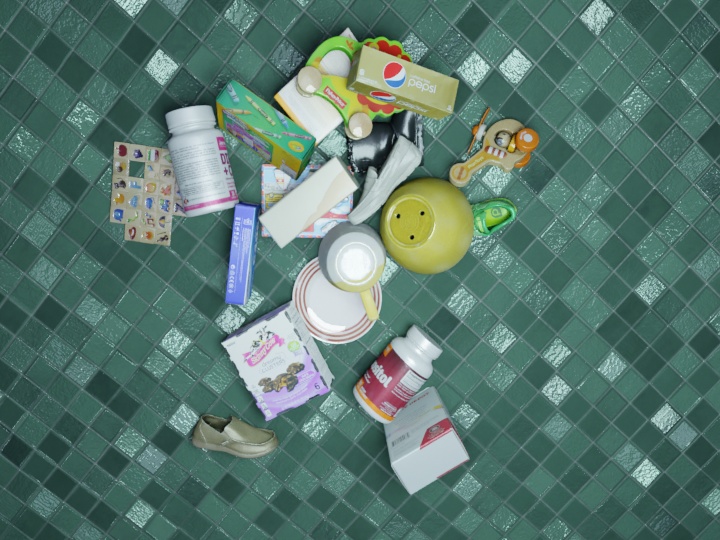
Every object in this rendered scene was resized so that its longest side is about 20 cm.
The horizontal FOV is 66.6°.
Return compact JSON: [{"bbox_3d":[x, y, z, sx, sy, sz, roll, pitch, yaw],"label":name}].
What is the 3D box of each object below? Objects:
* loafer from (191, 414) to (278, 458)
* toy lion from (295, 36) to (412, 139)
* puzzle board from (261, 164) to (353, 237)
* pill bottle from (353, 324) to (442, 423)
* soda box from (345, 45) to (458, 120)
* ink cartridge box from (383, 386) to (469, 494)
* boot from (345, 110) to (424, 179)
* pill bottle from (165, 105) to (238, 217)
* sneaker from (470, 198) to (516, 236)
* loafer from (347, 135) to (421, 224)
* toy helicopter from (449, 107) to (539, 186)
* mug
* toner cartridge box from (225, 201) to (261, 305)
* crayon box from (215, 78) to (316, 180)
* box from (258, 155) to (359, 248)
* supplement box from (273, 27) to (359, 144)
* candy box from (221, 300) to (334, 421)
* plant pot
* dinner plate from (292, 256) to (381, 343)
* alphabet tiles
[{"bbox_3d":[-0.280,0.367,1.225,0.195,0.076,0.069,5,106,-3],"label":"loafer"},{"bbox_3d":[0.002,-0.366,1.046,0.199,0.069,0.193,38,90,-13],"label":"toy lion"},{"bbox_3d":[-0.114,-0.147,1.172,0.195,0.017,0.154,1,100,-2],"label":"puzzle board"},{"bbox_3d":[0.084,0.222,1.192,0.112,0.113,0.201,39,96,-7],"label":"pill bottle"},{"bbox_3d":[0.078,-0.341,1.006,0.196,0.068,0.065,12,90,-19],"label":"soda box"},{"bbox_3d":[0.133,0.354,1.173,0.144,0.200,0.084,-32,102,4],"label":"ink cartridge box"},{"bbox_3d":[0.047,-0.295,1.125,0.159,0.073,0.203,-5,104,-2],"label":"boot"},{"bbox_3d":[-0.321,-0.219,1.105,0.111,0.113,0.204,-12,100,0],"label":"pill bottle"},{"bbox_3d":[0.234,-0.106,1.155,0.196,0.084,0.075,-20,100,2],"label":"sneaker"},{"bbox_3d":[0.037,-0.179,1.098,0.070,0.070,0.200,40,100,-12],"label":"loafer"},{"bbox_3d":[0.258,-0.247,1.131,0.198,0.079,0.133,-35,75,-10],"label":"toy helicopter"},{"bbox_3d":[0.001,-0.010,1.108,0.186,0.153,0.150,39,92,-7],"label":"mug"},{"bbox_3d":[-0.244,-0.038,1.148,0.042,0.095,0.205,8,100,-3],"label":"toner cartridge box"},{"bbox_3d":[-0.188,-0.274,1.088,0.198,0.119,0.059,35,75,-5],"label":"crayon box"},{"bbox_3d":[-0.102,-0.141,1.112,0.199,0.095,0.078,-37,99,11],"label":"box"},{"bbox_3d":[-0.061,-0.364,1.106,0.199,0.074,0.127,-40,101,4],"label":"supplement box"},{"bbox_3d":[-0.177,0.196,1.190,0.166,0.072,0.203,-27,99,12],"label":"candy box"},{"bbox_3d":[0.118,-0.093,1.090,0.196,0.142,0.205,0,91,21],"label":"plant pot"},{"bbox_3d":[-0.051,0.060,1.206,0.195,0.024,0.205,0,100,-1],"label":"dinner plate"},{"bbox_3d":[-0.446,-0.159,1.166,0.163,0.008,0.205,7,100,-3],"label":"alphabet tiles"}]
